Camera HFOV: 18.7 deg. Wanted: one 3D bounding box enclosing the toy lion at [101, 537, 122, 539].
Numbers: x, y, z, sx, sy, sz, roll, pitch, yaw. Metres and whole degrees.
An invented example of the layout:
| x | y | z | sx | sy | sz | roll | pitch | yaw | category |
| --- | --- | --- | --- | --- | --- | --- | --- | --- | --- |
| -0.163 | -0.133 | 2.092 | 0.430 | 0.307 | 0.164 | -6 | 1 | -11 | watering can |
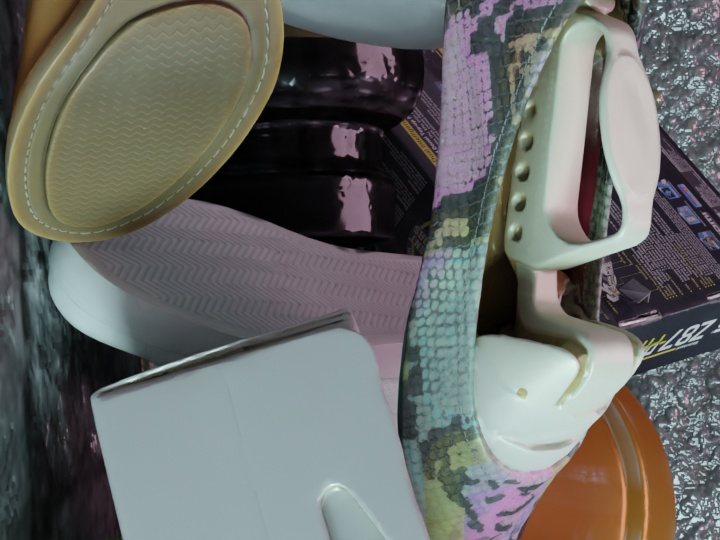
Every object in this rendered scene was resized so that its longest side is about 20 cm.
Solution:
| x | y | z | sx | sy | sz | roll | pitch | yaw | category |
| --- | --- | --- | --- | --- | --- | --- | --- | --- | --- |
| -0.068 | 0.190 | 0.674 | 0.200 | 0.068 | 0.192 | 80 | 2 | -48 | toy lion |

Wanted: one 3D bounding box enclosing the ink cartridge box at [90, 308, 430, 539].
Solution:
| x | y | z | sx | sy | sz | roll | pitch | yaw | category |
| --- | --- | --- | --- | --- | --- | --- | --- | --- | --- |
| -0.014 | 0.122 | 0.675 | 0.200 | 0.083 | 0.147 | 80 | -6 | -66 | ink cartridge box |

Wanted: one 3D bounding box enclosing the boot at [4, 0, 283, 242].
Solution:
| x | y | z | sx | sy | sz | roll | pitch | yaw | category |
| --- | --- | --- | --- | --- | --- | --- | --- | --- | --- |
| -0.075 | -0.123 | 0.651 | 0.155 | 0.073 | 0.200 | 61 | -42 | 41 | boot |

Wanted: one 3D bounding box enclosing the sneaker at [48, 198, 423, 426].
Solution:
| x | y | z | sx | sy | sz | roll | pitch | yaw | category |
| --- | --- | --- | --- | --- | --- | --- | --- | --- | --- |
| -0.044 | 0.044 | 0.756 | 0.200 | 0.116 | 0.074 | 14 | 35 | -43 | sneaker |

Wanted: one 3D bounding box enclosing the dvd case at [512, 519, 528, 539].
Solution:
| x | y | z | sx | sy | sz | roll | pitch | yaw | category |
| --- | --- | --- | --- | --- | --- | --- | --- | --- | --- |
| 0.037 | 0.048 | 0.982 | 0.022 | 0.146 | 0.200 | 49 | 53 | -38 | dvd case |

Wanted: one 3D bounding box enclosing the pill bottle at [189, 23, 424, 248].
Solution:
| x | y | z | sx | sy | sz | roll | pitch | yaw | category |
| --- | --- | --- | --- | --- | --- | --- | --- | --- | --- |
| -0.033 | -0.109 | 0.812 | 0.112 | 0.111 | 0.201 | 28 | 60 | -82 | pill bottle |

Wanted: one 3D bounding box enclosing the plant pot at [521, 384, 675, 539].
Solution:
| x | y | z | sx | sy | sz | roll | pitch | yaw | category |
| --- | --- | --- | --- | --- | --- | --- | --- | --- | --- |
| 0.039 | 0.117 | 1.106 | 0.183 | 0.200 | 0.201 | 25 | 61 | -64 | plant pot |

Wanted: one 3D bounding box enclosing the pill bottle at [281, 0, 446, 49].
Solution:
| x | y | z | sx | sy | sz | roll | pitch | yaw | category |
| --- | --- | --- | --- | --- | --- | --- | --- | --- | --- |
| 0.015 | -0.184 | 0.717 | 0.111 | 0.111 | 0.201 | 64 | 40 | -73 | pill bottle |

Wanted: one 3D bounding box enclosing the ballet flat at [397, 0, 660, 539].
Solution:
| x | y | z | sx | sy | sz | roll | pitch | yaw | category |
| --- | --- | --- | --- | --- | --- | --- | --- | --- | --- |
| 0.054 | -0.005 | 0.652 | 0.069 | 0.071 | 0.201 | -2 | 100 | -44 | ballet flat |

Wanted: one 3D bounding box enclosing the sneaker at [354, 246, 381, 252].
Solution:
| x | y | z | sx | sy | sz | roll | pitch | yaw | category |
| --- | --- | --- | --- | --- | --- | --- | --- | --- | --- |
| 0.000 | 0.000 | 0.908 | 0.074 | 0.200 | 0.081 | -57 | 170 | 30 | sneaker |

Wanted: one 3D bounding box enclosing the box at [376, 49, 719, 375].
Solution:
| x | y | z | sx | sy | sz | roll | pitch | yaw | category |
| --- | --- | --- | --- | --- | --- | --- | --- | --- | --- |
| 0.065 | -0.043 | 0.911 | 0.161 | 0.200 | 0.049 | -12 | 147 | -48 | box |
